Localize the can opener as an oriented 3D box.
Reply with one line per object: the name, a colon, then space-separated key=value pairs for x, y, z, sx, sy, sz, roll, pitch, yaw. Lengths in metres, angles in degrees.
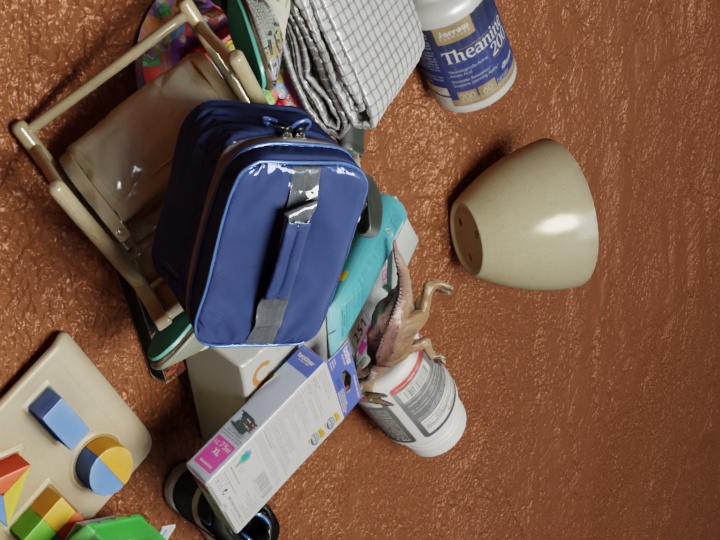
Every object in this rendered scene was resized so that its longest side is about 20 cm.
can opener: x=-0.013 y=-0.134 z=1.278 sx=0.066 sy=0.052 sz=0.204 roll=14 pitch=70 yaw=-48

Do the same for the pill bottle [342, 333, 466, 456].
pill bottle: x=0.056 y=0.149 z=1.472 sx=0.117 sy=0.115 sz=0.201 roll=-57 pitch=140 yaw=-18

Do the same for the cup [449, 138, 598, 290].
cup: x=0.201 y=-0.059 z=1.536 sx=0.141 sy=0.200 sz=0.203 roll=-15 pitch=119 yaw=-16

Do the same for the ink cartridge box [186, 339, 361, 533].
ink cartridge box: x=-0.082 y=0.160 z=1.180 sx=0.200 sy=0.042 sz=0.120 roll=-43 pitch=148 yaw=-19

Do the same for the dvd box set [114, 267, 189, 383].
dvd box set: x=-0.157 y=0.003 z=1.223 sx=0.199 sy=0.029 sz=0.148 roll=-38 pitch=131 yaw=-35

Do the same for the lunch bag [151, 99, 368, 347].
lunch bag: x=-0.079 y=-0.040 z=0.965 sx=0.134 sy=0.133 sz=0.203 roll=-2 pitch=125 yaw=-33

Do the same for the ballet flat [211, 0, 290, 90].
ballet flat: x=-0.103 y=-0.250 z=1.061 sx=0.071 sy=0.202 sz=0.072 roll=-25 pitch=152 yaw=-14

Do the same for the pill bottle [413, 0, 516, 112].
pill bottle: x=0.106 y=-0.294 z=1.365 sx=0.112 sy=0.110 sz=0.201 roll=-53 pitch=138 yaw=-22

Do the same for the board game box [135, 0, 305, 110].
board game box: x=-0.121 y=-0.190 z=1.133 sx=0.198 sy=0.039 sz=0.161 roll=11 pitch=85 yaw=-36

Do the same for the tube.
tube: x=0.000 y=0.000 z=1.275 sx=0.078 sy=0.050 sz=0.201 roll=81 pitch=24 yaw=-43

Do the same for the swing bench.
swing bench: x=-0.166 y=-0.092 z=1.051 sx=0.198 sy=0.130 sz=0.201 roll=-37 pitch=135 yaw=-6

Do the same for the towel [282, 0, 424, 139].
towel: x=-0.023 y=-0.261 z=1.186 sx=0.202 sy=0.084 sz=0.166 roll=63 pitch=39 yaw=-26

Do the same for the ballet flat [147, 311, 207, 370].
ballet flat: x=-0.141 y=0.029 z=1.129 sx=0.064 sy=0.067 sz=0.202 roll=47 pitch=43 yaw=-29

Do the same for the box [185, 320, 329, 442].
box: x=-0.106 y=0.107 z=1.235 sx=0.124 sy=0.097 sz=0.202 roll=-40 pitch=146 yaw=-31

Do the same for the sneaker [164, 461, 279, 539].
sneaker: x=-0.128 y=0.289 z=1.304 sx=0.074 sy=0.111 sz=0.200 roll=-60 pitch=140 yaw=-12

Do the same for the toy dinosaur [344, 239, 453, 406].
toy dinosaur: x=0.032 y=0.074 z=1.296 sx=0.135 sy=0.085 sz=0.202 roll=-36 pitch=145 yaw=-41

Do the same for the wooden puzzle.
wooden puzzle: x=-0.294 y=0.190 z=1.115 sx=0.201 sy=0.046 sz=0.186 roll=-53 pitch=138 yaw=-24

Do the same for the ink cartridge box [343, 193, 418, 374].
ink cartridge box: x=-0.011 y=-0.008 z=1.358 sx=0.202 sy=0.043 sz=0.174 roll=-64 pitch=147 yaw=-24

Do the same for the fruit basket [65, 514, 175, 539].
fruit basket: x=-0.278 y=0.333 z=1.139 sx=0.201 sy=0.094 sz=0.185 roll=-50 pitch=162 yaw=9
